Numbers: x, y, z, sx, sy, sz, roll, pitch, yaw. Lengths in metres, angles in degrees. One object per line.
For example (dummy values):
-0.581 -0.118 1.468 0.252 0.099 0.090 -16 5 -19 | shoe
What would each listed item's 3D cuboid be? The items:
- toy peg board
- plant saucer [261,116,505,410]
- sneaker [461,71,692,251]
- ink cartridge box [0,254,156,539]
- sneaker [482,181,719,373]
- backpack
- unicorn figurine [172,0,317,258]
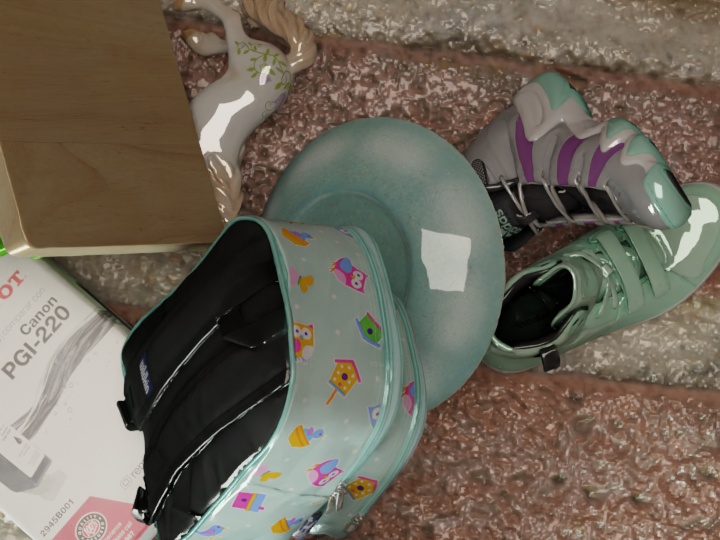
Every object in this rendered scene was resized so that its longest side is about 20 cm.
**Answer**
-0.204 -0.095 1.514 0.098 0.200 0.199 -21 80 31 | toy peg board
0.000 0.000 1.569 0.201 0.039 0.201 1 92 35 | plant saucer
0.118 -0.042 1.552 0.140 0.200 0.078 -38 118 -4 | sneaker
-0.199 0.093 1.597 0.200 0.085 0.146 41 88 6 | ink cartridge box
0.166 0.005 1.575 0.200 0.118 0.074 -32 85 -2 | sneaker
-0.047 0.066 1.461 0.153 0.200 0.176 6 52 -23 | backpack
-0.101 -0.095 1.608 0.137 0.074 0.200 39 104 21 | unicorn figurine
